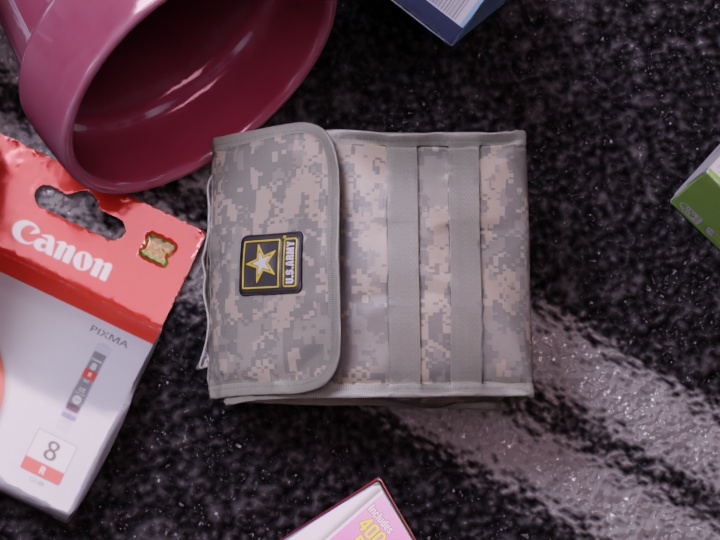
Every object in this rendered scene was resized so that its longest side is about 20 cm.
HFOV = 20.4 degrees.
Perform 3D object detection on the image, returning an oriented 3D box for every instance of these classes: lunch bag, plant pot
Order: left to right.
[{"bbox_3d":[-0.142,-0.177,1.199,0.199,0.200,0.179,-34,69,-13],"label":"plant pot"},{"bbox_3d":[0.000,0.000,1.209,0.198,0.118,0.166,0,82,-4],"label":"lunch bag"}]

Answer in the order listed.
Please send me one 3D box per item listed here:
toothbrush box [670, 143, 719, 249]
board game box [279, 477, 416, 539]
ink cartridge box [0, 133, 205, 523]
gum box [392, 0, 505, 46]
[{"bbox_3d":[0.324,-0.036,1.275,0.200,0.086,0.146,44,77,1],"label":"toothbrush box"},{"bbox_3d":[-0.035,0.242,1.193,0.199,0.040,0.154,-30,84,-12],"label":"board game box"},{"bbox_3d":[-0.203,0.029,1.211,0.161,0.050,0.201,25,80,-2],"label":"ink cartridge box"},{"bbox_3d":[0.018,-0.218,1.219,0.170,0.200,0.045,38,108,2],"label":"gum box"}]
